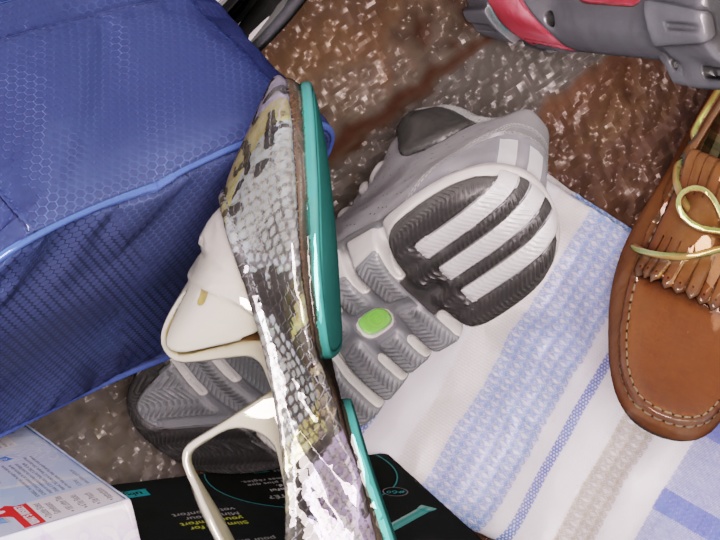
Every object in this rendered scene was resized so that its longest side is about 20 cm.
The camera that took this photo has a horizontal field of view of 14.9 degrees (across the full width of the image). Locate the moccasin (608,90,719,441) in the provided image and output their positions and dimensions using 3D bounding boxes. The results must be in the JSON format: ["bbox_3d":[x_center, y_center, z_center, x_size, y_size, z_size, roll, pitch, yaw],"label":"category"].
[{"bbox_3d":[0.157,-0.024,1.118,0.074,0.078,0.201,29,71,3],"label":"moccasin"}]

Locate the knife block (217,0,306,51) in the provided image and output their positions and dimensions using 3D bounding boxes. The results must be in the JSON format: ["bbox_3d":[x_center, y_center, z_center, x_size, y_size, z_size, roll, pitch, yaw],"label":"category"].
[{"bbox_3d":[-0.001,-0.166,1.071,0.200,0.064,0.176,-6,100,-21],"label":"knife block"}]

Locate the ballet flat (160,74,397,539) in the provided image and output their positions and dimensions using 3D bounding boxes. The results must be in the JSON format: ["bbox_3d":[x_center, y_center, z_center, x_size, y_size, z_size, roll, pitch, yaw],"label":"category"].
[{"bbox_3d":[-0.029,0.038,0.907,0.072,0.072,0.200,-11,89,-20],"label":"ballet flat"}]

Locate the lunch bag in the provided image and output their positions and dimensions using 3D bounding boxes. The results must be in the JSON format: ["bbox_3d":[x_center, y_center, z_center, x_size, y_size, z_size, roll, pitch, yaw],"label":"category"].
[{"bbox_3d":[-0.117,-0.039,0.973,0.200,0.136,0.132,-24,65,-44],"label":"lunch bag"}]

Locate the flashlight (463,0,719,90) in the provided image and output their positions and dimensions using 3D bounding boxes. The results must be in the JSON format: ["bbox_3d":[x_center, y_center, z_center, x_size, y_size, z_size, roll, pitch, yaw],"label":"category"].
[{"bbox_3d":[0.103,-0.113,1.045,0.068,0.200,0.068,-45,109,-12],"label":"flashlight"}]

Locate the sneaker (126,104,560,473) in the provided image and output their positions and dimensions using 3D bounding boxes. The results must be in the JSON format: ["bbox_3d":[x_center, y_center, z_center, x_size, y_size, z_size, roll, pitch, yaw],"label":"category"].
[{"bbox_3d":[0.000,0.000,1.085,0.200,0.116,0.075,-29,113,26],"label":"sneaker"}]

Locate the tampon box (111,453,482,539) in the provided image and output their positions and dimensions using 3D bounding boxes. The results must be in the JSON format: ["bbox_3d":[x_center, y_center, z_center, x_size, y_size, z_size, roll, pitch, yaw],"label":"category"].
[{"bbox_3d":[-0.023,0.166,1.025,0.150,0.200,0.126,-4,107,-20],"label":"tampon box"}]

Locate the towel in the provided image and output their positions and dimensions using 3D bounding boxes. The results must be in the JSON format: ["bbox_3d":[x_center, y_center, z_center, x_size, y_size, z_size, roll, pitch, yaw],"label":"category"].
[{"bbox_3d":[0.091,0.050,1.158,0.200,0.024,0.147,33,85,-22],"label":"towel"}]

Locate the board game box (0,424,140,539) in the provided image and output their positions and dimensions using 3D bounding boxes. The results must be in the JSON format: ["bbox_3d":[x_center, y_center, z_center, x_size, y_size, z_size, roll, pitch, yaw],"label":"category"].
[{"bbox_3d":[-0.196,0.104,0.956,0.199,0.200,0.041,-15,103,-18],"label":"board game box"}]
